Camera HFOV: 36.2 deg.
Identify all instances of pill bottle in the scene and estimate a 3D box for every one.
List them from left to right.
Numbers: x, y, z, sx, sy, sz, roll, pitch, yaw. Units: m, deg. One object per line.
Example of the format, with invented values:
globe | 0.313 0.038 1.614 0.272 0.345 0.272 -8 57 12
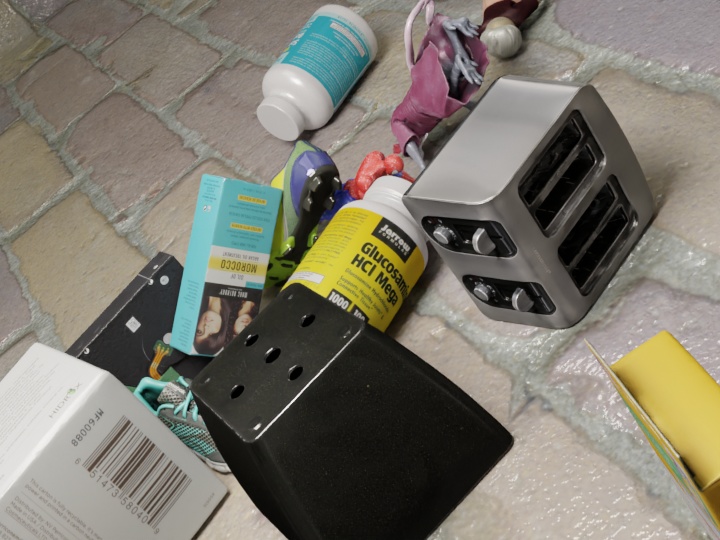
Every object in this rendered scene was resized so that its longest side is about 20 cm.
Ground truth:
pill bottle | -0.067 -0.279 1.577 0.111 0.111 0.200 1 48 45
pill bottle | 0.000 0.000 1.157 0.112 0.112 0.200 3 51 46

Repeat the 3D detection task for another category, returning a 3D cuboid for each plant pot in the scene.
plant pot | -0.029 0.130 0.963 0.200 0.177 0.199 -46 32 -11

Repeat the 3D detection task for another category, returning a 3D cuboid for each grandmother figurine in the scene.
grandmother figurine | 0.184 -0.342 1.463 0.121 0.061 0.200 -31 29 27

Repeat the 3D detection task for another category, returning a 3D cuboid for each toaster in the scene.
toaster | 0.163 -0.068 1.025 0.119 0.181 0.200 16 61 49

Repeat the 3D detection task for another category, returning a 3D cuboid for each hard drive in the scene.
hard drive | -0.246 0.096 1.252 0.200 0.140 0.038 -51 34 -18

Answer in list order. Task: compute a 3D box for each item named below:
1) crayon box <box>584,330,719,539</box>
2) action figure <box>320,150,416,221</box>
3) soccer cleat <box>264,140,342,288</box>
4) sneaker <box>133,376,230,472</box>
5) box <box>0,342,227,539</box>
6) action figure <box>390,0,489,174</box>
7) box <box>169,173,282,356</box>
crayon box | 0.226 0.125 0.693 0.052 0.200 0.126 -35 32 5
action figure | 0.006 -0.076 1.306 0.200 0.099 0.065 -34 27 51
soccer cleat | -0.086 -0.063 1.297 0.084 0.065 0.200 54 129 32
sneaker | -0.170 0.153 1.151 0.200 0.091 0.078 -3 47 42
box | -0.287 0.215 1.085 0.171 0.199 0.200 12 56 51
action figure | 0.072 -0.199 1.305 0.134 0.149 0.200 -52 1 -37
box | -0.152 -0.003 1.247 0.049 0.082 0.200 15 95 51
